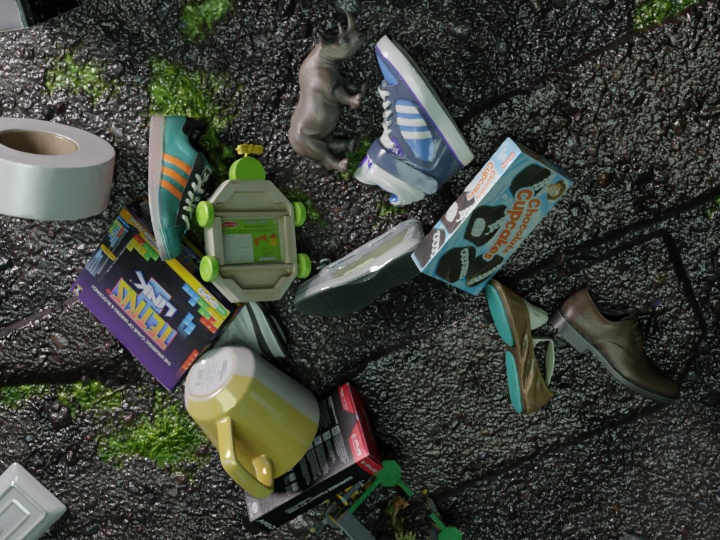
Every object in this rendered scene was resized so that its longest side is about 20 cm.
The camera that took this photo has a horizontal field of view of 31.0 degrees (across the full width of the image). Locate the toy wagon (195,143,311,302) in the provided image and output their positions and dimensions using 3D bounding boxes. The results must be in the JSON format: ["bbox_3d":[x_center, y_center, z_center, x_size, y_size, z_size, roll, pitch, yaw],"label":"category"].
[{"bbox_3d":[-0.141,-0.061,1.679,0.039,0.154,0.203,-11,82,52],"label":"toy wagon"}]

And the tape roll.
[{"bbox_3d":[-0.414,-0.131,1.646,0.200,0.203,0.072,12,111,2],"label":"tape roll"}]

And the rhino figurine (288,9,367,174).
[{"bbox_3d":[-0.038,-0.230,1.646,0.086,0.060,0.203,13,108,3],"label":"rhino figurine"}]

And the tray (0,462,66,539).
[{"bbox_3d":[-0.536,0.383,1.929,0.107,0.022,0.200,44,108,-8],"label":"tray"}]

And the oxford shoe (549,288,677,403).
[{"bbox_3d":[0.350,0.100,1.711,0.199,0.073,0.085,39,106,-8],"label":"oxford shoe"}]

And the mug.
[{"bbox_3d":[-0.145,0.184,1.709,0.150,0.186,0.153,-46,128,-6],"label":"mug"}]

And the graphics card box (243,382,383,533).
[{"bbox_3d":[-0.073,0.257,1.781,0.199,0.126,0.051,-31,139,14],"label":"graphics card box"}]

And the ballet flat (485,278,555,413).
[{"bbox_3d":[0.221,0.094,1.732,0.071,0.068,0.202,-19,108,-10],"label":"ballet flat"}]

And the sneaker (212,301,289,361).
[{"bbox_3d":[-0.184,0.047,1.747,0.114,0.076,0.202,-21,108,11],"label":"sneaker"}]

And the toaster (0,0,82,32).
[{"bbox_3d":[-0.437,-0.388,1.570,0.117,0.181,0.203,-11,108,11],"label":"toaster"}]

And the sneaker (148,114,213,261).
[{"bbox_3d":[-0.228,-0.110,1.658,0.079,0.072,0.203,-3,69,-3],"label":"sneaker"}]

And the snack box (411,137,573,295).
[{"bbox_3d":[0.168,-0.066,1.660,0.115,0.037,0.201,21,115,-43],"label":"snack box"}]

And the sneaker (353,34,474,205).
[{"bbox_3d":[0.037,-0.177,1.644,0.146,0.081,0.201,-33,108,11],"label":"sneaker"}]

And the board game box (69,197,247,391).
[{"bbox_3d":[-0.269,0.032,1.723,0.200,0.057,0.166,43,119,7],"label":"board game box"}]

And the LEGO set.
[{"bbox_3d":[0.036,0.356,1.832,0.199,0.116,0.154,40,79,-12],"label":"LEGO set"}]

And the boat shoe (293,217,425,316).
[{"bbox_3d":[0.000,-0.001,1.723,0.200,0.065,0.074,-28,142,18],"label":"boat shoe"}]
